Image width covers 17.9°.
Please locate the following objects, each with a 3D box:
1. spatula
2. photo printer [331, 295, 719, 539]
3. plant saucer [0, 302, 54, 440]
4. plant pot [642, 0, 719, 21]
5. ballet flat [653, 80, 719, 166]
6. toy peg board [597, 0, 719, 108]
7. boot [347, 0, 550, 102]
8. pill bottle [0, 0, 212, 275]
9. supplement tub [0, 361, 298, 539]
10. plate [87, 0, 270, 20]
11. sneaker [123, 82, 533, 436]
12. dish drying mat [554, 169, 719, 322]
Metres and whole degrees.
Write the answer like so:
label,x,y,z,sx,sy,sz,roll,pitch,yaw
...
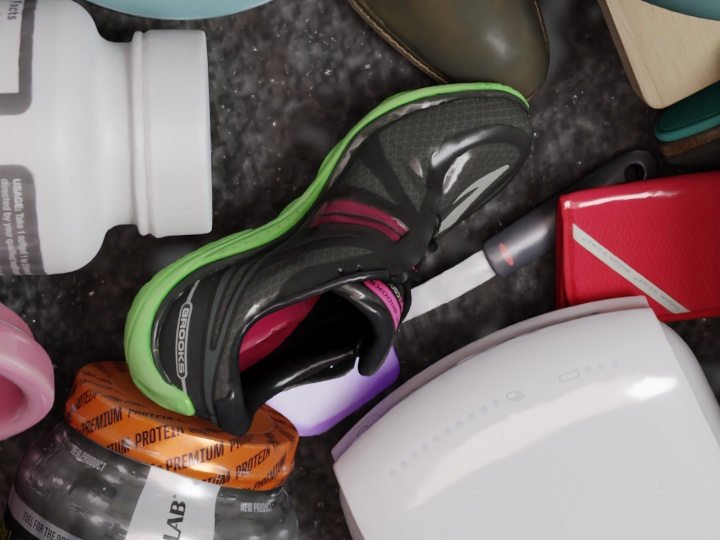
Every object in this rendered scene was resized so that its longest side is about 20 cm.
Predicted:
label,x,y,z,sx,sy,sz,roll,pitch,yaw
spatula,0.041,0.004,0.981,0.199,0.021,0.057,-30,100,2
photo printer,0.091,0.119,0.976,0.165,0.069,0.201,-26,105,5
plant saucer,-0.220,0.030,0.897,0.199,0.201,0.051,-1,71,-3
plant pot,0.128,-0.173,0.751,0.199,0.161,0.202,-6,117,-12
ballet flat,0.217,-0.093,0.951,0.200,0.068,0.068,-39,108,5
toy peg board,0.152,-0.205,0.889,0.198,0.098,0.201,-27,120,-1
boot,0.026,-0.135,0.901,0.075,0.097,0.200,-39,114,-4
pill bottle,-0.159,-0.053,0.912,0.198,0.111,0.112,-1,101,-3
supplement tub,-0.098,0.148,0.949,0.122,0.123,0.201,16,100,-6
plate,-0.075,-0.202,0.932,0.198,0.026,0.202,-1,102,-3
sneaker,0.000,0.000,0.924,0.200,0.084,0.077,-39,142,-16
dish drying mat,0.182,-0.013,0.974,0.198,0.018,0.077,-6,126,-3
